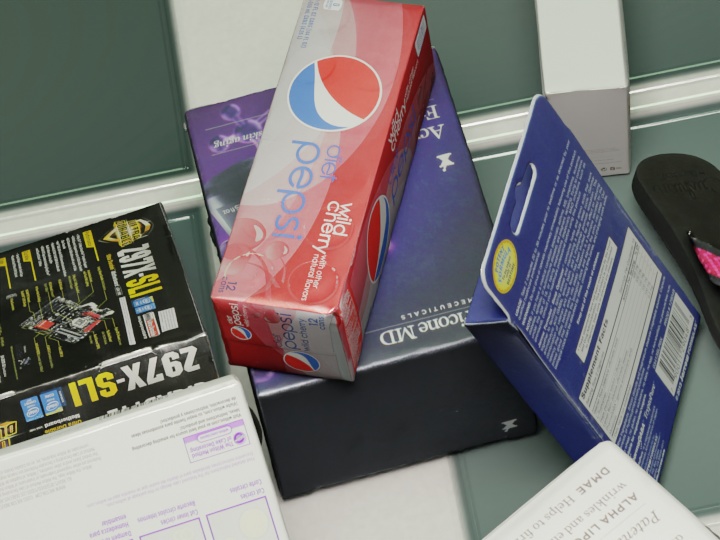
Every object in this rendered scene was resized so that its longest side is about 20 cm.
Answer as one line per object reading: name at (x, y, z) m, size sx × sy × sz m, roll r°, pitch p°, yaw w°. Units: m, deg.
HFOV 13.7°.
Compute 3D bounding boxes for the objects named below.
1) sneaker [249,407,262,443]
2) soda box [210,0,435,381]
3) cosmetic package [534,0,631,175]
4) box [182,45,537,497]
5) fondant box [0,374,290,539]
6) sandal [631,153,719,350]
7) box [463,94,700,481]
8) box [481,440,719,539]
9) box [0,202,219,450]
sneaker at (-0.144, 0.122, 1.571) m, size 0.200 × 0.067 × 0.091 m, roll -39°, pitch 32°, yaw -1°
soda box at (-0.017, -0.045, 1.538) m, size 0.070 × 0.064 × 0.201 m, roll 7°, pitch 56°, yaw 13°
cosmetic package at (0.124, -0.157, 1.710) m, size 0.050 × 0.083 × 0.201 m, roll -6°, pitch 56°, yaw 5°
box at (0.000, 0.000, 1.607) m, size 0.147 × 0.105 × 0.201 m, roll -15°, pitch 54°, yaw -3°
fondant box at (-0.098, 0.168, 1.468) m, size 0.144 × 0.058 × 0.201 m, roll -17°, pitch 92°, yaw -4°
sandal at (0.210, -0.002, 1.601) m, size 0.075 × 0.045 × 0.200 m, roll -9°, pitch 49°, yaw -30°
box at (0.109, 0.015, 1.525) m, size 0.032 × 0.200 × 0.122 m, roll -4°, pitch 51°, yaw 32°
box at (0.091, 0.223, 1.380) m, size 0.200 × 0.199 × 0.131 m, roll -38°, pitch 59°, yaw -18°
box at (-0.163, 0.039, 1.580) m, size 0.159 × 0.050 × 0.200 m, roll -16°, pitch 23°, yaw -5°
